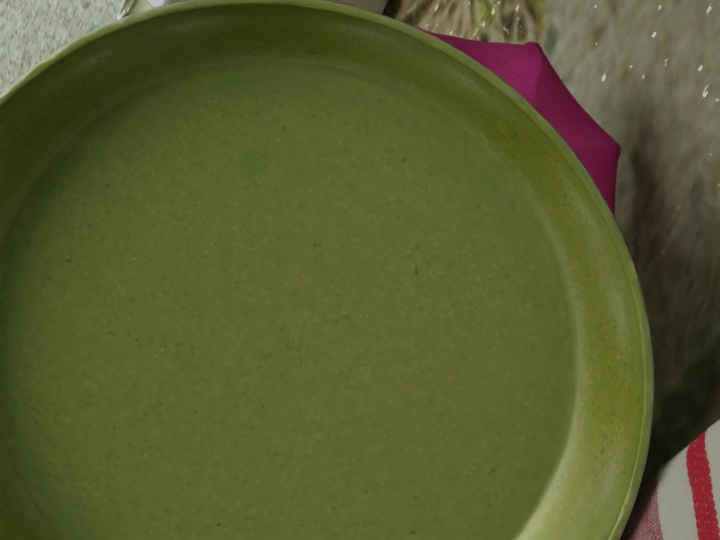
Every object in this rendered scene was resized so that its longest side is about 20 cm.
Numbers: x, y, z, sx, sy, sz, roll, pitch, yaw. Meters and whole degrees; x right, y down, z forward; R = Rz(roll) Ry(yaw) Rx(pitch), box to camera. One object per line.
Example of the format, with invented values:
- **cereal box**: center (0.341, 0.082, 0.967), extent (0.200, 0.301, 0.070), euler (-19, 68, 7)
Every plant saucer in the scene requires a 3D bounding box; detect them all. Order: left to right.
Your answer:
- **plant saucer**: center (-0.023, 0.026, 0.655), extent (0.031, 0.200, 0.200), euler (-63, -5, -75)

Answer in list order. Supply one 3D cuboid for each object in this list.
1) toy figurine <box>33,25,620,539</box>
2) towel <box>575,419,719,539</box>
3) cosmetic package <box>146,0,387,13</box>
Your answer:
- **toy figurine**: center (0.000, 0.000, 0.743), extent (0.184, 0.150, 0.200), euler (-42, 17, 26)
- **towel**: center (0.122, 0.077, 0.565), extent (0.200, 0.023, 0.144), euler (-43, 40, 42)
- **cosmetic package**: center (-0.016, -0.185, 0.856), extent (0.108, 0.085, 0.200), euler (43, 116, 59)
